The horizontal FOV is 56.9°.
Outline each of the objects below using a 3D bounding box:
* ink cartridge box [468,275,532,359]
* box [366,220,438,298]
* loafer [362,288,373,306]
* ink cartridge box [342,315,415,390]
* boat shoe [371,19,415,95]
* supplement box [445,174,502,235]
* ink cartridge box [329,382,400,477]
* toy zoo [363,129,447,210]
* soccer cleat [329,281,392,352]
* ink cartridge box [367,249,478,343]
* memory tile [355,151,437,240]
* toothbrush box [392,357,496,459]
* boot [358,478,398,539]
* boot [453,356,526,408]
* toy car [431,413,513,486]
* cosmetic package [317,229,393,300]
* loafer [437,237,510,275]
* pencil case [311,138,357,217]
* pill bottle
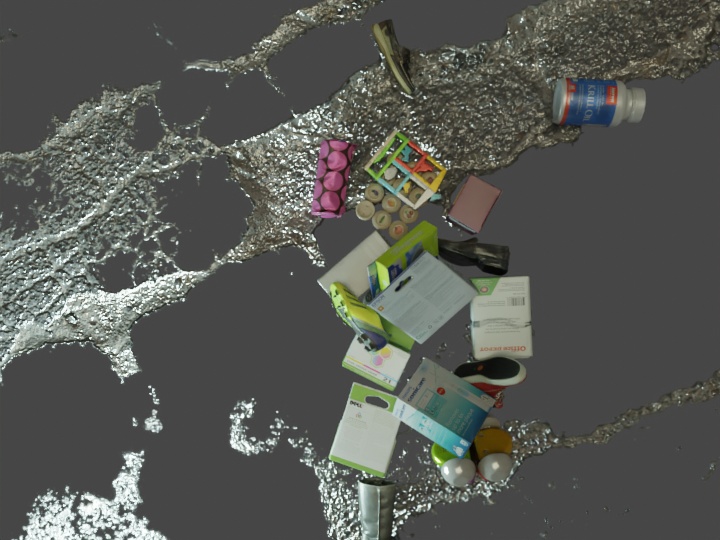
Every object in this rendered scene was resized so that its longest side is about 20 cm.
[{"bbox_3d":[0.346,0.115,1.651,0.146,0.083,0.201,-2,91,6],"label":"ink cartridge box"},{"bbox_3d":[0.106,-0.017,1.602,0.200,0.122,0.048,-39,52,-24],"label":"box"},{"bbox_3d":[0.105,0.064,1.667,0.199,0.075,0.070,-18,119,0],"label":"loafer"},{"bbox_3d":[0.062,0.177,1.679,0.147,0.076,0.201,26,94,4],"label":"ink cartridge box"},{"bbox_3d":[0.094,-0.540,1.667,0.065,0.073,0.201,-27,89,10],"label":"boat shoe"},{"bbox_3d":[0.268,-0.154,1.595,0.085,0.200,0.111,30,94,4],"label":"supplement box"},{"bbox_3d":[0.023,0.397,1.681,0.147,0.076,0.201,18,88,5],"label":"ink cartridge box"},{"bbox_3d":[0.125,-0.244,1.676,0.200,0.020,0.131,39,88,4],"label":"toy zoo"},{"bbox_3d":[0.000,0.106,1.623,0.084,0.065,0.200,-35,89,-25],"label":"soccer cleat"},{"bbox_3d":[0.147,0.058,1.580,0.196,0.043,0.200,-43,120,17],"label":"ink cartridge box"},{"bbox_3d":[0.093,-0.191,1.692,0.153,0.017,0.200,32,88,4],"label":"memory tile"},{"bbox_3d":[0.199,0.327,1.591,0.199,0.086,0.146,30,51,17],"label":"toothbrush box"},{"bbox_3d":[0.076,0.640,1.697,0.181,0.073,0.201,6,85,3],"label":"boot"},{"bbox_3d":[0.340,0.280,1.607,0.144,0.200,0.073,47,55,-23],"label":"boot"},{"bbox_3d":[0.277,0.460,1.642,0.199,0.175,0.150,-8,129,2],"label":"toy car"},{"bbox_3d":[0.000,0.000,1.679,0.200,0.090,0.107,-39,88,7],"label":"cosmetic package"},{"bbox_3d":[0.278,-0.049,1.670,0.199,0.073,0.073,18,71,1],"label":"loafer"},{"bbox_3d":[-0.067,-0.232,1.681,0.093,0.091,0.201,9,94,-2],"label":"pencil case"},{"bbox_3d":[0.576,-0.406,1.610,0.199,0.112,0.113,3,91,5],"label":"pill bottle"}]
